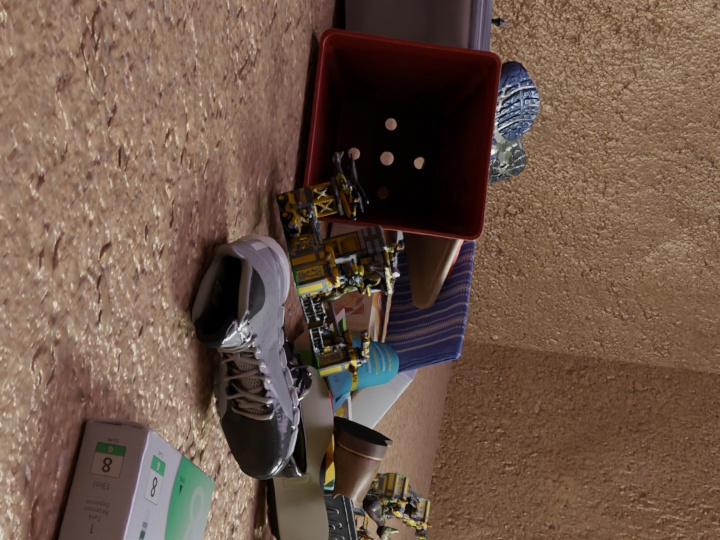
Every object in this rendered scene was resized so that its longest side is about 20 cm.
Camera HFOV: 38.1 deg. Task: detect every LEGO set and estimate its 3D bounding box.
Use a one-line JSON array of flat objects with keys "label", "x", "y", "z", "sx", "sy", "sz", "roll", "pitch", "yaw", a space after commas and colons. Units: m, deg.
[{"label": "LEGO set", "x": -0.007, "y": -0.001, "z": 1.022, "sx": 0.155, "sy": 0.114, "sz": 0.202, "roll": -106, "pitch": -176, "yaw": -47}, {"label": "LEGO set", "x": 0.019, "y": 0.365, "z": 1.494, "sx": 0.201, "sy": 0.151, "sz": 0.118, "roll": 69, "pitch": 29, "yaw": -63}]

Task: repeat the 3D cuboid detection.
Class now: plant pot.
[{"label": "plant pot", "x": 0.037, "y": -0.140, "z": 1.190, "sx": 0.176, "sy": 0.196, "sz": 0.204, "roll": 154, "pitch": -57, "yaw": -85}]

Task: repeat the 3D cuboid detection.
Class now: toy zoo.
[{"label": "toy zoo", "x": -0.039, "y": 0.158, "z": 1.201, "sx": 0.131, "sy": 0.020, "sz": 0.204, "roll": -39, "pitch": 128, "yaw": -68}]

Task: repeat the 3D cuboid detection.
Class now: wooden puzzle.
[{"label": "wooden puzzle", "x": 0.104, "y": -0.081, "z": 1.307, "sx": 0.201, "sy": 0.037, "sz": 0.188, "roll": 116, "pitch": -25, "yaw": -46}]

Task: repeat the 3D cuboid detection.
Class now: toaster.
[{"label": "toaster", "x": 0.079, "y": -0.290, "z": 1.270, "sx": 0.181, "sy": 0.196, "sz": 0.121, "roll": 55, "pitch": 38, "yaw": -77}]

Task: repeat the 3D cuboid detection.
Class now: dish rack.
[{"label": "dish rack", "x": -0.053, "y": 0.383, "z": 1.313, "sx": 0.202, "sy": 0.053, "sz": 0.155, "roll": -72, "pitch": 159, "yaw": -47}]

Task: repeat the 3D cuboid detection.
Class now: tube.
[{"label": "tube", "x": -0.009, "y": 0.106, "z": 1.192, "sx": 0.079, "sy": 0.050, "sz": 0.200, "roll": 66, "pitch": 16, "yaw": 12}]

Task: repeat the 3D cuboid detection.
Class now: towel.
[{"label": "towel", "x": 0.085, "y": 0.032, "z": 1.341, "sx": 0.024, "sy": 0.144, "sz": 0.204, "roll": 28, "pitch": 59, "yaw": -33}]

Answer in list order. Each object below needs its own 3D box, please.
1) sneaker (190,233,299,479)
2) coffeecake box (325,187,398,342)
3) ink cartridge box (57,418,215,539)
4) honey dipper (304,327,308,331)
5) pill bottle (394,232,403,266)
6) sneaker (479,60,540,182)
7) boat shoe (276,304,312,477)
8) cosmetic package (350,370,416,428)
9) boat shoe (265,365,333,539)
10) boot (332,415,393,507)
[{"label": "sneaker", "x": -0.101, "y": 0.073, "z": 0.831, "sx": 0.115, "sy": 0.073, "sz": 0.205, "roll": -6, "pitch": 92, "yaw": -76}, {"label": "coffeecake box", "x": 0.000, "y": 0.000, "z": 1.352, "sx": 0.154, "sy": 0.072, "sz": 0.204, "roll": 71, "pitch": 26, "yaw": -70}, {"label": "ink cartridge box", "x": -0.150, "y": 0.212, "z": 0.660, "sx": 0.161, "sy": 0.049, "sz": 0.204, "roll": 74, "pitch": 22, "yaw": -67}, {"label": "honey dipper", "x": -0.061, "y": 0.168, "z": 1.220, "sx": 0.038, "sy": 0.037, "sz": 0.205, "roll": -22, "pitch": 115, "yaw": -79}, {"label": "pill bottle", "x": 0.070, "y": -0.052, "z": 1.609, "sx": 0.200, "sy": 0.117, "sz": 0.122, "roll": -59, "pitch": 154, "yaw": -68}, {"label": "sneaker", "x": 0.159, "y": -0.189, "z": 1.247, "sx": 0.201, "sy": 0.076, "sz": 0.086, "roll": 92, "pitch": -18, "yaw": -62}, {"label": "boat shoe", "x": -0.075, "y": 0.105, "z": 0.986, "sx": 0.073, "sy": 0.063, "sz": 0.204, "roll": -61, "pitch": 155, "yaw": -62}, {"label": "cosmetic package", "x": 0.026, "y": 0.161, "z": 1.483, "sx": 0.151, "sy": 0.051, "sz": 0.200, "roll": -50, "pitch": -179, "yaw": 18}, {"label": "boat shoe", "x": -0.069, "y": 0.202, "z": 1.112, "sx": 0.063, "sy": 0.072, "sz": 0.206, "roll": -178, "pitch": -93, "yaw": -71}, {"label": "boot", "x": -0.007, "y": 0.209, "z": 1.153, "sx": 0.200, "sy": 0.072, "sz": 0.077, "roll": 30, "pitch": 78, "yaw": -86}]
